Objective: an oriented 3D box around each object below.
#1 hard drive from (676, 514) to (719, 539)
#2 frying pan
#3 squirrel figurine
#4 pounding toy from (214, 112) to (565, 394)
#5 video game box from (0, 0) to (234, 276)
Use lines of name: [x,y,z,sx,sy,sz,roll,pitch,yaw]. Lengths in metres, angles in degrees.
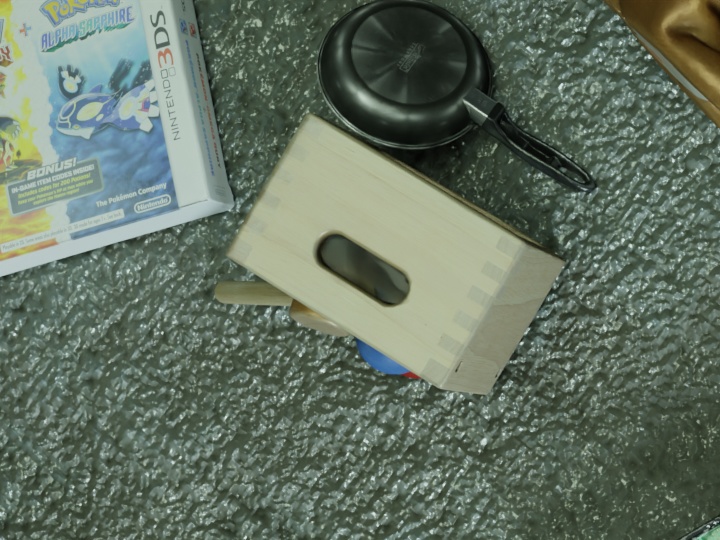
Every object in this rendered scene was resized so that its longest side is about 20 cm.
hard drive: [0.221,0.227,1.536,0.200,0.038,0.140,-34,74,15]
frying pan: [0.051,-0.102,1.610,0.115,0.031,0.190,-30,68,-22]
squirrel figurine: [0.234,-0.206,1.526,0.187,0.142,0.200,-44,74,5]
pounding toy: [0.000,0.000,1.580,0.199,0.184,0.143,31,93,13]
video game box: [-0.197,-0.106,1.725,0.199,0.047,0.183,-16,77,19]
